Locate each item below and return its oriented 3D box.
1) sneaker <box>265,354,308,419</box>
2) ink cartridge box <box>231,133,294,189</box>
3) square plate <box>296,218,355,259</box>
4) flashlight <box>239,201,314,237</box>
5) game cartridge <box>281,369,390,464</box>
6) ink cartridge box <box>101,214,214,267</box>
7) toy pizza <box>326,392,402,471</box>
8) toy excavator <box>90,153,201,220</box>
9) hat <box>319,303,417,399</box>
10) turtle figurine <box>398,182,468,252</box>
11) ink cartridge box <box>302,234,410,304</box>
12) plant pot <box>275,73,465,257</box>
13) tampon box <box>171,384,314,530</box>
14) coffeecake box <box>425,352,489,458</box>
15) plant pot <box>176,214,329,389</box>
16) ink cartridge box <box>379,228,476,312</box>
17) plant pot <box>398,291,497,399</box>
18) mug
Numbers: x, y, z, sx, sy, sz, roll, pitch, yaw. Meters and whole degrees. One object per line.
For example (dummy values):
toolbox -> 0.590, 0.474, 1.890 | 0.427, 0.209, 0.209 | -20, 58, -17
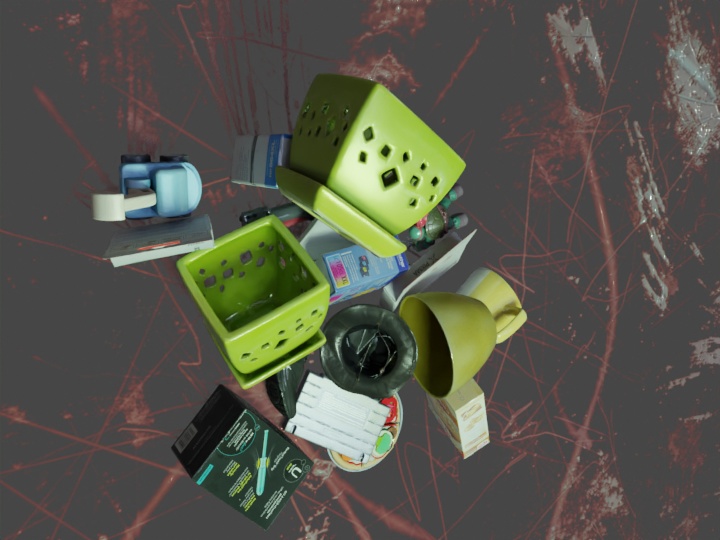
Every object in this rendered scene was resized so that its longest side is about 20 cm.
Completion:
sneaker -> -0.136, 0.184, 1.317 | 0.089, 0.075, 0.206 | -18, 111, -32
ink cartridge box -> -0.116, -0.178, 1.166 | 0.143, 0.198, 0.087 | 2, 99, -33
square plate -> -0.020, -0.083, 1.276 | 0.196, 0.198, 0.029 | -6, 62, -38
flashlight -> -0.122, -0.094, 1.268 | 0.196, 0.068, 0.069 | -20, 85, -24
game cartridge -> -0.046, 0.294, 1.400 | 0.196, 0.038, 0.133 | 27, 82, -19
ink cartridge box -> -0.301, -0.034, 1.057 | 0.156, 0.200, 0.052 | -12, 109, -12
toy pizza -> 0.014, 0.333, 1.473 | 0.195, 0.031, 0.207 | -9, 106, -32
toy excavator -> -0.319, -0.118, 1.046 | 0.190, 0.198, 0.103 | -7, 105, -31
hat -> 0.019, 0.151, 1.386 | 0.194, 0.081, 0.207 | 2, 103, 7
turtle figurine -> 0.139, -0.102, 1.414 | 0.197, 0.099, 0.154 | -26, 130, -38
ink cartridge box -> 0.000, 0.000, 1.313 | 0.196, 0.136, 0.078 | -19, 82, -29
plant pot -> -0.001, -0.145, 1.008 | 0.198, 0.198, 0.184 | 32, 89, -33
tampon box -> -0.213, 0.339, 1.268 | 0.151, 0.125, 0.200 | -50, 123, -12
coffeecake box -> 0.197, 0.273, 1.463 | 0.072, 0.154, 0.203 | -28, 138, -10
plant pot -> -0.172, 0.063, 1.176 | 0.197, 0.200, 0.184 | -28, 143, -20
ink cartridge box -> 0.131, -0.006, 1.388 | 0.198, 0.177, 0.045 | -38, 77, -17
plant pot -> 0.180, 0.127, 1.343 | 0.139, 0.199, 0.206 | -16, 110, -23
mug -> 0.249, 0.094, 1.483 | 0.152, 0.187, 0.150 | -37, 81, -18
